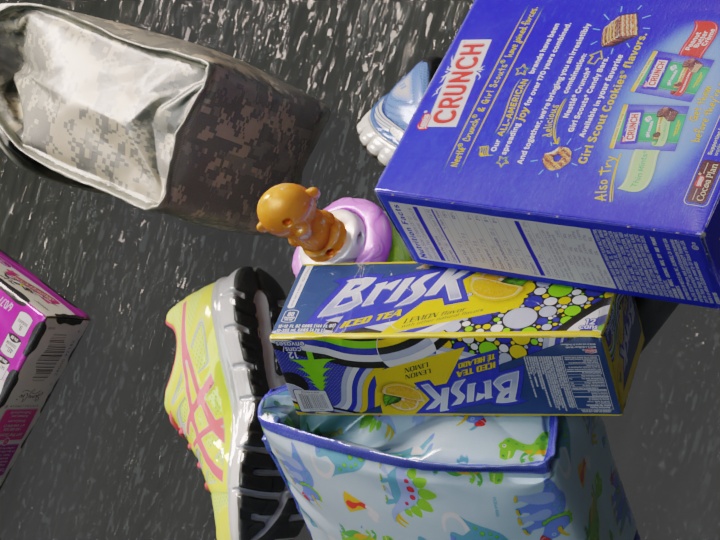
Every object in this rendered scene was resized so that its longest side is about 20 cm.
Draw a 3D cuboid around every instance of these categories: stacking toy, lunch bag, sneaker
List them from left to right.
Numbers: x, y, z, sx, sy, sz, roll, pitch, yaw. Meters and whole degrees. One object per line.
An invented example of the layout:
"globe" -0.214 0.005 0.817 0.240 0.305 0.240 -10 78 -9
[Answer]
"lunch bag" -0.153 -0.104 1.551 0.200 0.164 0.118 22 94 28
"sneaker" -0.088 0.103 1.562 0.090 0.078 0.200 -12 75 35
"stacking toy" 0.000 0.000 1.432 0.116 0.200 0.110 -32 47 20
"lunch bag" 0.052 0.136 1.412 0.200 0.128 0.170 -4 128 23
"sneaker" 0.088 -0.064 1.470 0.200 0.079 0.089 43 108 24

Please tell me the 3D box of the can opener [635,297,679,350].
"can opener" 0.190 -0.005 1.381 0.200 0.067 0.053 -56 41 29

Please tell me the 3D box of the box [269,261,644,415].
"box" 0.055 0.039 1.339 0.200 0.070 0.064 -1 130 22

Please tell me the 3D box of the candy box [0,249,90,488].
"candy box" -0.299 0.083 1.676 0.136 0.061 0.200 34 103 25

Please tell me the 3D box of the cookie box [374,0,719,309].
"cookie box" 0.135 -0.076 1.312 0.200 0.075 0.171 9 56 30
